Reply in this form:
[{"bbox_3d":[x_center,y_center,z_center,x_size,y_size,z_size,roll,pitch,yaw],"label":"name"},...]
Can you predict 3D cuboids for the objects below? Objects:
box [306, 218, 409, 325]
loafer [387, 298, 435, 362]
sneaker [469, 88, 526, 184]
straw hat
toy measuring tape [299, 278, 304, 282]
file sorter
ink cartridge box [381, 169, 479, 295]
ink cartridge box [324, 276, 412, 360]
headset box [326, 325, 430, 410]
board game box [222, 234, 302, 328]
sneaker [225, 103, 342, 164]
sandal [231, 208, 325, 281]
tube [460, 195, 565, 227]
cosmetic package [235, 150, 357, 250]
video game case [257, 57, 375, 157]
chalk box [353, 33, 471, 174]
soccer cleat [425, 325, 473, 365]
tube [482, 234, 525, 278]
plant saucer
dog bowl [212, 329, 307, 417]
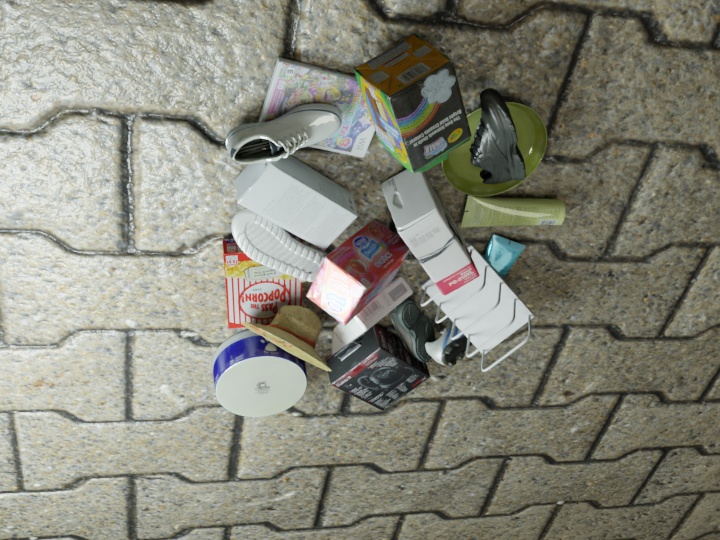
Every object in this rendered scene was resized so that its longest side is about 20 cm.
[{"bbox_3d":[0.000,0.000,1.516,0.094,0.200,0.103,36,126,10],"label":"box"},{"bbox_3d":[0.107,0.121,1.768,0.072,0.063,0.201,-51,139,-22],"label":"loafer"},{"bbox_3d":[0.228,-0.222,1.424,0.090,0.076,0.201,-17,132,9],"label":"sneaker"},{"bbox_3d":[-0.125,0.111,1.597,0.201,0.200,0.086,37,75,-37],"label":"straw hat"},{"bbox_3d":[-0.039,0.031,1.616,0.198,0.074,0.074,-1,134,-30],"label":"toy measuring tape"},{"bbox_3d":[0.233,0.081,1.650,0.139,0.125,0.200,-40,100,21],"label":"file sorter"},{"bbox_3d":[0.129,-0.075,1.521,0.084,0.146,0.200,-29,133,11],"label":"ink cartridge box"},{"bbox_3d":[-0.004,0.103,1.651,0.050,0.161,0.200,53,138,0],"label":"ink cartridge box"},{"bbox_3d":[0.032,0.211,1.803,0.149,0.078,0.199,-39,131,22],"label":"headset box"},{"bbox_3d":[-0.188,0.023,1.599,0.150,0.047,0.201,-5,133,-10],"label":"board game box"},{"bbox_3d":[-0.123,-0.215,1.354,0.198,0.071,0.073,-17,134,2],"label":"sneaker"},{"bbox_3d":[-0.151,-0.043,1.500,0.202,0.050,0.083,35,101,-21],"label":"sandal"},{"bbox_3d":[0.297,-0.116,1.600,0.198,0.052,0.059,-1,91,-9],"label":"tube"},{"bbox_3d":[-0.113,-0.129,1.461,0.199,0.072,0.101,29,121,-34],"label":"cosmetic package"},{"bbox_3d":[-0.063,-0.270,1.382,0.198,0.018,0.144,8,129,-21],"label":"video game case"},{"bbox_3d":[0.092,-0.255,1.347,0.124,0.124,0.201,-31,135,-9],"label":"chalk box"},{"bbox_3d":[0.226,0.134,1.791,0.199,0.086,0.071,-28,122,-28],"label":"soccer cleat"},{"bbox_3d":[0.263,0.017,1.712,0.077,0.051,0.201,14,123,-22],"label":"tube"},{"bbox_3d":[0.239,-0.224,1.492,0.198,0.031,0.201,-8,132,-8],"label":"plant saucer"},{"bbox_3d":[-0.214,0.220,1.752,0.198,0.079,0.201,-8,133,-8],"label":"dog bowl"}]
